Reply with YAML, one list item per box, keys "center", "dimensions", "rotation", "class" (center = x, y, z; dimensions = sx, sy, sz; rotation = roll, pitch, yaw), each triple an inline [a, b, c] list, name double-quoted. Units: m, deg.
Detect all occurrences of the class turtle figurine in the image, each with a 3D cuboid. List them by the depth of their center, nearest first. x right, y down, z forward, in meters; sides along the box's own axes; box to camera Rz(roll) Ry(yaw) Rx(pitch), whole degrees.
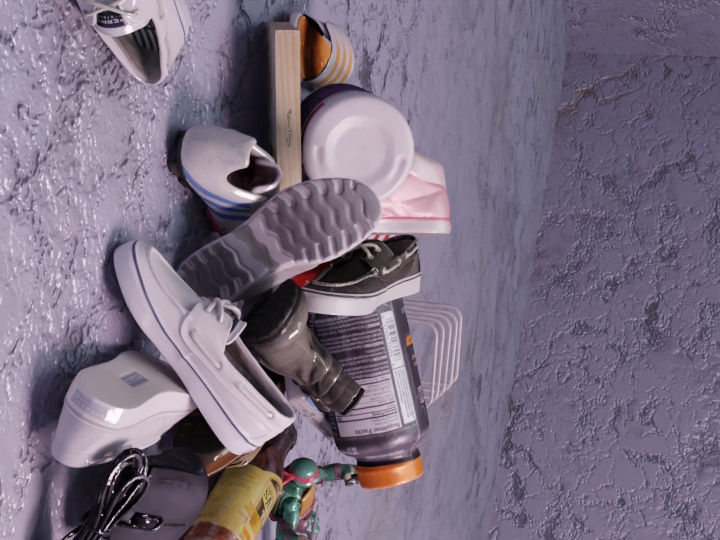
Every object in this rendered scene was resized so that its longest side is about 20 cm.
- center: [-0.061, 0.265, 1.217]
  dimensions: [0.150, 0.100, 0.200]
  rotation: [-45, 163, -39]
  class: "turtle figurine"

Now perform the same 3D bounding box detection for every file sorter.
- center: [0.072, 0.121, 1.600]
  dimensions: [0.200, 0.124, 0.140]
  rotation: [-17, 112, -73]
  class: "file sorter"

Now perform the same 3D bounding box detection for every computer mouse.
- center: [-0.171, 0.197, 0.862]
  dimensions: [0.139, 0.053, 0.200]
  rotation: [-57, 170, 6]
  class: "computer mouse"

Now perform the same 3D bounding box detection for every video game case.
- center: [-0.061, 0.071, 1.190]
  dimensions: [0.182, 0.022, 0.201]
  rotation: [61, 18, -66]
  class: "video game case"

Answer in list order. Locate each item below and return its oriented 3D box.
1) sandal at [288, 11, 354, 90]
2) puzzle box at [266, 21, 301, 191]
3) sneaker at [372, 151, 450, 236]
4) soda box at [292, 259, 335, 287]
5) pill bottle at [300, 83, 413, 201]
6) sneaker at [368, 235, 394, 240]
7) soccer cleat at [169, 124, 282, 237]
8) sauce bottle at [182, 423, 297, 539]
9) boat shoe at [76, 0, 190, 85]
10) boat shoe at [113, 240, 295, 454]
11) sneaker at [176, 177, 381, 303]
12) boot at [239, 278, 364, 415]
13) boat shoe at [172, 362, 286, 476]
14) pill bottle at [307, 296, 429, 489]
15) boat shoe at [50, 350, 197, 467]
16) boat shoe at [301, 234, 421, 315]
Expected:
- center: [-0.033, -0.243, 1.220]
  dimensions: [0.207, 0.059, 0.080]
  rotation: [-2, 90, -77]
  class: "sandal"
- center: [-0.078, -0.146, 1.087]
  dimensions: [0.133, 0.025, 0.201]
  rotation: [-119, -152, -71]
  class: "puzzle box"
- center: [0.008, -0.093, 1.239]
  dimensions: [0.075, 0.199, 0.105]
  rotation: [-174, -96, -74]
  class: "sneaker"
- center: [-0.032, -0.001, 1.205]
  dimensions: [0.200, 0.063, 0.070]
  rotation: [53, 26, -71]
  class: "soda box"
- center: [-0.016, -0.139, 1.134]
  dimensions: [0.200, 0.111, 0.112]
  rotation: [-123, -148, -73]
  class: "pill bottle"
- center: [0.011, -0.104, 1.314]
  dimensions: [0.078, 0.115, 0.201]
  rotation: [-90, -173, -77]
  class: "sneaker"
- center: [-0.105, -0.071, 1.004]
  dimensions: [0.200, 0.086, 0.070]
  rotation: [53, 45, -67]
  class: "soccer cleat"
- center: [-0.115, 0.224, 1.103]
  dimensions: [0.200, 0.066, 0.066]
  rotation: [-59, 150, -53]
  class: "sauce bottle"
- center: [-0.168, -0.199, 0.770]
  dimensions: [0.200, 0.073, 0.067]
  rotation: [53, 42, -68]
  class: "boat shoe"
- center: [-0.123, 0.053, 0.879]
  dimensions: [0.200, 0.065, 0.074]
  rotation: [57, 14, -13]
  class: "boat shoe"
- center: [-0.075, -0.028, 0.994]
  dimensions: [0.082, 0.199, 0.075]
  rotation: [18, 49, -86]
  class: "sneaker"
- center: [-0.044, 0.077, 0.979]
  dimensions: [0.068, 0.131, 0.200]
  rotation: [-51, -173, -13]
  class: "boot"
- center: [-0.120, 0.157, 1.054]
  dimensions: [0.200, 0.075, 0.074]
  rotation: [-43, 140, -65]
  class: "boat shoe"
- center: [0.013, 0.128, 1.152]
  dimensions: [0.106, 0.106, 0.201]
  rotation: [-19, 98, -72]
  class: "pill bottle"
- center: [-0.182, 0.114, 0.852]
  dimensions: [0.069, 0.072, 0.200]
  rotation: [-57, 177, 6]
  class: "boat shoe"
- center: [0.000, 0.000, 1.066]
  dimensions: [0.200, 0.070, 0.064]
  rotation: [-19, 117, -61]
  class: "boat shoe"
